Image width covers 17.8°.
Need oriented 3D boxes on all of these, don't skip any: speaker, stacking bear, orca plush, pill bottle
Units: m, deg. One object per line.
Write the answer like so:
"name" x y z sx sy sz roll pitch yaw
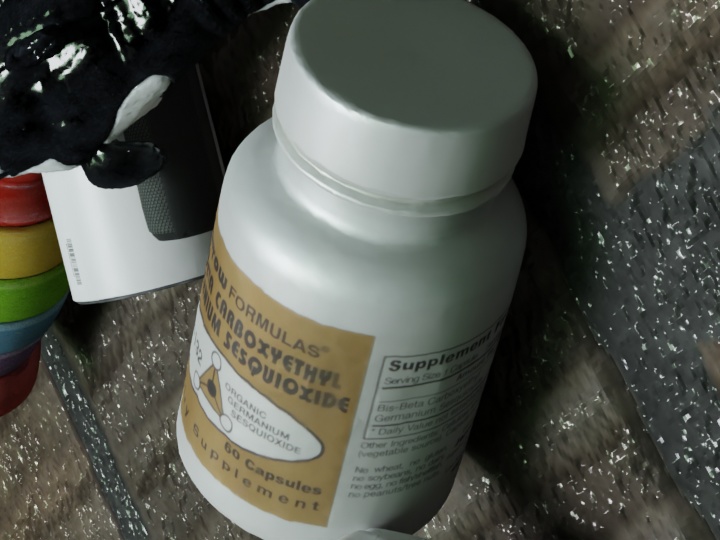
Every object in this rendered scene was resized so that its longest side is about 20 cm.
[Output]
"speaker" -0.112 -0.092 1.003 0.081 0.081 0.201 -4 101 56
"stacking bear" -0.185 -0.034 1.109 0.114 0.121 0.200 50 134 32
"orca plush" -0.102 -0.082 0.918 0.199 0.071 0.106 -8 98 23
"pill bottle" 0.000 0.000 0.856 0.114 0.114 0.200 46 139 33

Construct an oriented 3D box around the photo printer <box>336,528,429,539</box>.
"photo printer" 0.051 0.209 0.874 0.166 0.069 0.201 17 124 16
